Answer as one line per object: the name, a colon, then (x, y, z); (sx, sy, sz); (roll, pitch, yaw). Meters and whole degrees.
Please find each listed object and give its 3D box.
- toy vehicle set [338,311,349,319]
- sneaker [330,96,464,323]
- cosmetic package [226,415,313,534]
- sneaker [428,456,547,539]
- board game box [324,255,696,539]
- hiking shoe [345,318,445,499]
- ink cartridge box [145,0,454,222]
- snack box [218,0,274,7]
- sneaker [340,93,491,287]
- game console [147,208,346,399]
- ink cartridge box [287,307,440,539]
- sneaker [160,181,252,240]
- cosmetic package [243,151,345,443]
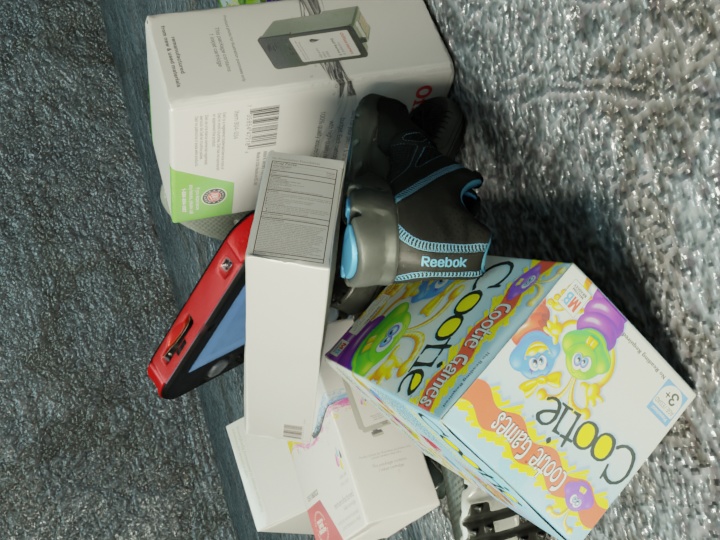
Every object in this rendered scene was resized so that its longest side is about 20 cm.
toy vehicle set: (-0.032, 0.013, 1.052); (0.124, 0.026, 0.200); (97, 153, -49)
sneaker: (0.042, -0.017, 0.698); (0.200, 0.104, 0.060); (-61, 34, 2)
cosmetic package: (-0.030, 0.190, 0.923); (0.200, 0.085, 0.108); (31, -146, -58)
sneaker: (0.087, 0.145, 0.715); (0.090, 0.066, 0.200); (153, 107, -76)
board game box: (0.073, 0.060, 0.558); (0.105, 0.103, 0.200); (44, 170, -15)
hiking shoe: (0.018, 0.126, 0.875); (0.074, 0.087, 0.200); (97, 154, -49)
ink cartridge box: (-0.049, -0.120, 0.710); (0.146, 0.200, 0.084); (108, 147, -60)
snack box: (-0.104, -0.318, 0.957); (0.169, 0.068, 0.200); (-169, 68, -70)
sneaker: (0.030, -0.048, 0.592); (0.200, 0.082, 0.073); (-90, 5, -57)
game console: (-0.065, 0.013, 0.738); (0.031, 0.177, 0.200); (50, 127, 17)
ink cartridge box: (-0.017, 0.115, 0.780); (0.116, 0.067, 0.200); (-54, 50, 56)
sneaker: (-0.070, -0.077, 0.818); (0.080, 0.200, 0.070); (-111, 22, -43)
cosmetic package: (-0.045, 0.025, 0.609); (0.200, 0.051, 0.083); (99, 180, -52)
